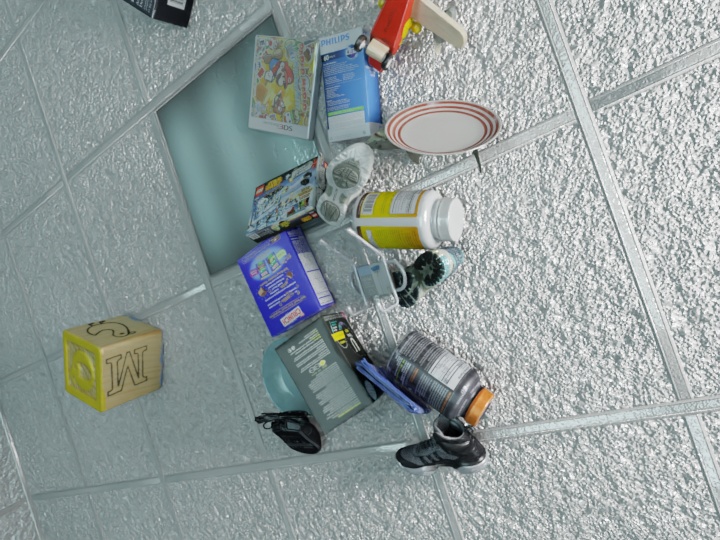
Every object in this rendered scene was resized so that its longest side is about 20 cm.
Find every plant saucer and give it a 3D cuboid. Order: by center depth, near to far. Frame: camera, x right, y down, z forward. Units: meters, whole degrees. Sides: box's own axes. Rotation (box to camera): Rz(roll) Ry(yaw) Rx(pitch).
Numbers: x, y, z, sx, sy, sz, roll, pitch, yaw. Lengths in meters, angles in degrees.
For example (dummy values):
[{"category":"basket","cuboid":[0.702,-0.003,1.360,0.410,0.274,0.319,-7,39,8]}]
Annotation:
[{"category":"plant saucer","cuboid":[-0.152,0.255,1.235,0.198,0.039,0.205,7,102,32]}]

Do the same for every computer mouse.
[{"category":"computer mouse","cuboid":[-0.147,0.369,1.203,0.136,0.053,0.201,-5,139,18]}]

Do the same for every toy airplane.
[{"category":"toy airplane","cuboid":[0.075,-0.468,0.894,0.197,0.141,0.202,-1,125,35]}]

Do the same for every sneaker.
[{"category":"sneaker","cuboid":[-0.023,-0.181,0.991,0.077,0.100,0.200,34,140,-3]},{"category":"sneaker","cuboid":[0.128,0.012,0.994,0.200,0.086,0.079,-35,79,56]},{"category":"sneaker","cuboid":[0.148,0.343,1.024,0.197,0.076,0.115,-11,115,28]}]

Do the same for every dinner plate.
[{"category":"dinner plate","cuboid":[0.140,-0.241,0.880,0.198,0.200,0.025,19,136,28]}]

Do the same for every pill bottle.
[{"category":"pill bottle","cuboid":[0.090,-0.096,0.975,0.197,0.109,0.111,3,101,32]},{"category":"pill bottle","cuboid":[0.156,0.212,0.992,0.199,0.106,0.107,34,115,23]}]

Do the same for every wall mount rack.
[{"category":"wall mount rack","cuboid":[0.000,0.000,1.028,0.199,0.074,0.176,-14,97,57]}]

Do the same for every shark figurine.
[{"category":"shark figurine","cuboid":[0.126,-0.234,0.961,0.211,0.129,0.090,7,130,13]}]

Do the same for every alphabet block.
[{"category":"alphabet block","cuboid":[-0.719,0.263,1.499,0.193,0.199,0.200,12,105,29]}]

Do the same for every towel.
[{"category":"towel","cuboid":[0.070,0.229,1.008,0.144,0.200,0.024,37,88,21]}]

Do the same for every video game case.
[{"category":"video game case","cuboid":[-0.169,-0.404,1.131,0.180,0.023,0.203,18,108,28]}]

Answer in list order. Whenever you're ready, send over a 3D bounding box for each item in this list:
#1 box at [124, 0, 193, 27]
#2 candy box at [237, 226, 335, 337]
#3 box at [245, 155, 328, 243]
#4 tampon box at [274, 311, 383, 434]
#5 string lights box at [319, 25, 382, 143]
[{"category":"box","cuboid":[-0.499,-0.705,1.233,0.199,0.107,0.150,36,116,22]},{"category":"candy box","cuboid":[-0.172,0.027,1.182,0.168,0.077,0.202,-29,82,31]},{"category":"box","cuboid":[-0.161,-0.153,1.122,0.198,0.040,0.139,-18,54,34]},{"category":"tampon box","cuboid":[-0.056,0.209,1.082,0.125,0.150,0.201,-34,81,11]},{"category":"string lights box","cuboid":[-0.018,-0.363,1.022,0.101,0.059,0.204,0,99,32]}]
